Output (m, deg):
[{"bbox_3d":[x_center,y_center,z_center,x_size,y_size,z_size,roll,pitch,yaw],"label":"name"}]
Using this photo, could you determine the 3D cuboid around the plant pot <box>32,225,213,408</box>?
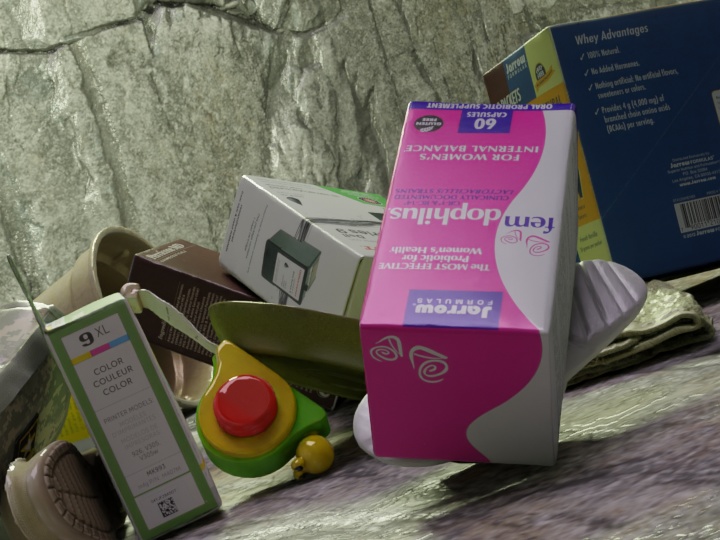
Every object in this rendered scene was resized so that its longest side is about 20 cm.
[{"bbox_3d":[-0.276,0.086,1.754,0.183,0.201,0.200,-29,0,19],"label":"plant pot"}]

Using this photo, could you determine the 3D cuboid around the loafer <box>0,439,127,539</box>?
[{"bbox_3d":[-0.196,0.154,1.112,0.068,0.076,0.200,-25,-8,-2],"label":"loafer"}]

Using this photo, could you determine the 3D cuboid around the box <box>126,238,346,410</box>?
[{"bbox_3d":[-0.089,0.042,1.452,0.200,0.075,0.100,18,14,13],"label":"box"}]

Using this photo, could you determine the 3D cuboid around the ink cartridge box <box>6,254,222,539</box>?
[{"bbox_3d":[-0.159,0.069,1.129,0.059,0.200,0.104,-26,5,-8],"label":"ink cartridge box"}]

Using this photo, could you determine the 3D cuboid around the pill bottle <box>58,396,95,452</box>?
[{"bbox_3d":[-0.264,0.131,1.447,0.200,0.110,0.109,-18,4,0],"label":"pill bottle"}]

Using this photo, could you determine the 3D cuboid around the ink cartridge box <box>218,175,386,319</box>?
[{"bbox_3d":[0.000,0.000,1.391,0.146,0.084,0.200,7,17,-35],"label":"ink cartridge box"}]

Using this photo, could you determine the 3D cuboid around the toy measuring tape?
[{"bbox_3d":[-0.102,0.082,1.163,0.200,0.074,0.074,33,30,24],"label":"toy measuring tape"}]

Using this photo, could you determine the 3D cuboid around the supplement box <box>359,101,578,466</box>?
[{"bbox_3d":[0.066,0.003,0.972,0.101,0.104,0.200,2,42,10],"label":"supplement box"}]

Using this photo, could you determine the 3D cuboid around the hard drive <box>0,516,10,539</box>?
[{"bbox_3d":[-0.305,0.197,1.324,0.200,0.026,0.132,-16,5,34],"label":"hard drive"}]

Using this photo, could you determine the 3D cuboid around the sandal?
[{"bbox_3d":[0.091,0.068,1.015,0.206,0.059,0.079,-31,44,-25],"label":"sandal"}]

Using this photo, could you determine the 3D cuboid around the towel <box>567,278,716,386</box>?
[{"bbox_3d":[0.164,0.043,1.227,0.148,0.037,0.200,-17,4,2],"label":"towel"}]

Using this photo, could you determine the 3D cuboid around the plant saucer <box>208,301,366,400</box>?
[{"bbox_3d":[-0.012,0.063,1.205,0.199,0.031,0.200,13,-12,3],"label":"plant saucer"}]

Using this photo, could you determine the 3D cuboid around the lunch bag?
[{"bbox_3d":[-0.285,0.120,1.188,0.200,0.118,0.164,-34,13,33],"label":"lunch bag"}]

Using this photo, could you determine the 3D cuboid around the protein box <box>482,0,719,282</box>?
[{"bbox_3d":[0.232,-0.094,1.378,0.198,0.200,0.135,-13,-6,-20],"label":"protein box"}]
